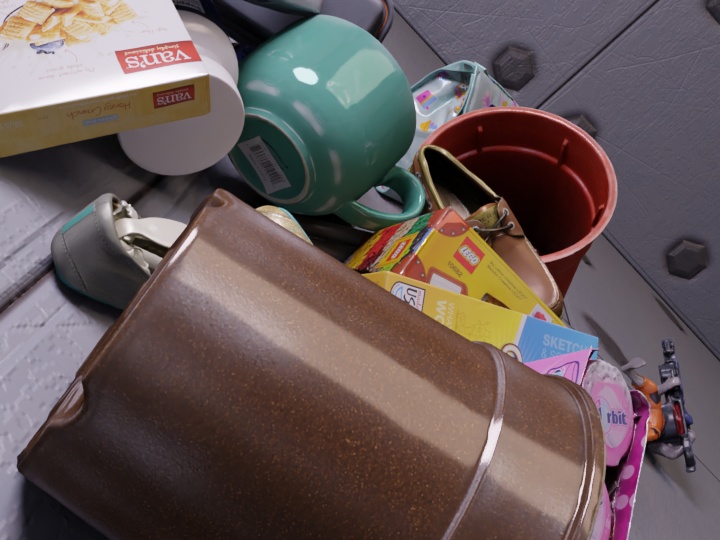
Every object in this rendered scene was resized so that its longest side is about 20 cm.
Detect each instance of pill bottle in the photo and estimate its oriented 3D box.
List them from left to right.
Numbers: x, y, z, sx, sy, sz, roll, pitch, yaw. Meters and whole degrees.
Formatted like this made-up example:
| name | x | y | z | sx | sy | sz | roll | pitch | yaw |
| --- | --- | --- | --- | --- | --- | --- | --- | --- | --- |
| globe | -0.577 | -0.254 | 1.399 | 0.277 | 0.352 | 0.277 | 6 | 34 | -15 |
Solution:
| name | x | y | z | sx | sy | sz | roll | pitch | yaw |
| --- | --- | --- | --- | --- | --- | --- | --- | --- | --- |
| pill bottle | -0.162 | -0.174 | 0.722 | 0.116 | 0.116 | 0.200 | 29 | 28 | -46 |

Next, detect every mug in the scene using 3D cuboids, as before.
| name | x | y | z | sx | sy | sz | roll | pitch | yaw |
| --- | --- | --- | --- | --- | --- | --- | --- | --- | --- |
| mug | -0.033 | -0.116 | 0.771 | 0.185 | 0.152 | 0.114 | 29 | 51 | 19 |

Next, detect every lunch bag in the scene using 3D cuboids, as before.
| name | x | y | z | sx | sy | sz | roll | pitch | yaw |
| --- | --- | --- | --- | --- | --- | --- | --- | --- | --- |
| lunch bag | 0.114 | -0.180 | 1.222 | 0.170 | 0.200 | 0.122 | 18 | 34 | -58 |

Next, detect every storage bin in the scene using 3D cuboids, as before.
| name | x | y | z | sx | sy | sz | roll | pitch | yaw |
| --- | --- | --- | --- | --- | --- | --- | --- | --- | --- |
| storage bin | -0.061 | -0.266 | 0.869 | 0.200 | 0.146 | 0.134 | 32 | 9 | -11 |

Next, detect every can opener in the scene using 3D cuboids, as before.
| name | x | y | z | sx | sy | sz | roll | pitch | yaw |
| --- | --- | --- | --- | --- | --- | --- | --- | --- | --- |
| can opener | 0.000 | 0.000 | 0.859 | 0.200 | 0.067 | 0.053 | 12 | 43 | -41 |

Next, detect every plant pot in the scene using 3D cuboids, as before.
| name | x | y | z | sx | sy | sz | roll | pitch | yaw |
| --- | --- | --- | --- | --- | --- | --- | --- | --- | --- |
| plant pot | -0.031 | 0.079 | 0.423 | 0.198 | 0.200 | 0.200 | 36 | 20 | -10 |
| plant pot | 0.152 | -0.032 | 0.964 | 0.195 | 0.200 | 0.201 | 85 | -20 | -55 |

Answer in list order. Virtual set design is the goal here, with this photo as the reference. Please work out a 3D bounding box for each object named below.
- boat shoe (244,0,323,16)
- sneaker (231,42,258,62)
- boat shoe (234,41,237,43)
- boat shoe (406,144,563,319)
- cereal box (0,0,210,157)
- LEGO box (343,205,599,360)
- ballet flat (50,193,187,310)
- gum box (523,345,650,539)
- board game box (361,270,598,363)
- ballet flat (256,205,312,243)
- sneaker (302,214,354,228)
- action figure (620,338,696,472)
| name | x | y | z | sx | sy | sz | roll | pitch | yaw |
| --- | --- | --- | --- | --- | --- | --- | --- | --- | --- |
| boat shoe | -0.090 | -0.245 | 0.707 | 0.069 | 0.057 | 0.200 | 12 | 7 | 25 |
| sneaker | -0.134 | -0.202 | 0.897 | 0.200 | 0.078 | 0.075 | 47 | 18 | -5 |
| boat shoe | -0.065 | -0.194 | 1.025 | 0.202 | 0.072 | 0.060 | 43 | 64 | -28 |
| boat shoe | 0.104 | -0.030 | 0.803 | 0.200 | 0.072 | 0.068 | 47 | -24 | 26 |
| cereal box | -0.199 | -0.166 | 0.610 | 0.144 | 0.040 | 0.200 | -17 | 55 | -20 |
| LEGO box | 0.082 | 0.054 | 0.755 | 0.200 | 0.077 | 0.149 | 44 | -24 | -16 |
| ballet flat | -0.097 | 0.013 | 0.576 | 0.200 | 0.064 | 0.067 | 31 | 25 | -43 |
| gum box | 0.084 | 0.141 | 0.509 | 0.066 | 0.113 | 0.200 | 41 | 52 | -24 |
| board game box | 0.075 | 0.098 | 0.622 | 0.200 | 0.040 | 0.153 | 17 | 74 | -32 |
| ballet flat | -0.029 | 0.039 | 0.694 | 0.200 | 0.071 | 0.071 | 49 | 18 | 0 |
| sneaker | -0.027 | -0.094 | 0.935 | 0.093 | 0.070 | 0.200 | 24 | 27 | -39 |
| action figure | 0.418 | 0.191 | 1.329 | 0.193 | 0.104 | 0.200 | 36 | 47 | -46 |
